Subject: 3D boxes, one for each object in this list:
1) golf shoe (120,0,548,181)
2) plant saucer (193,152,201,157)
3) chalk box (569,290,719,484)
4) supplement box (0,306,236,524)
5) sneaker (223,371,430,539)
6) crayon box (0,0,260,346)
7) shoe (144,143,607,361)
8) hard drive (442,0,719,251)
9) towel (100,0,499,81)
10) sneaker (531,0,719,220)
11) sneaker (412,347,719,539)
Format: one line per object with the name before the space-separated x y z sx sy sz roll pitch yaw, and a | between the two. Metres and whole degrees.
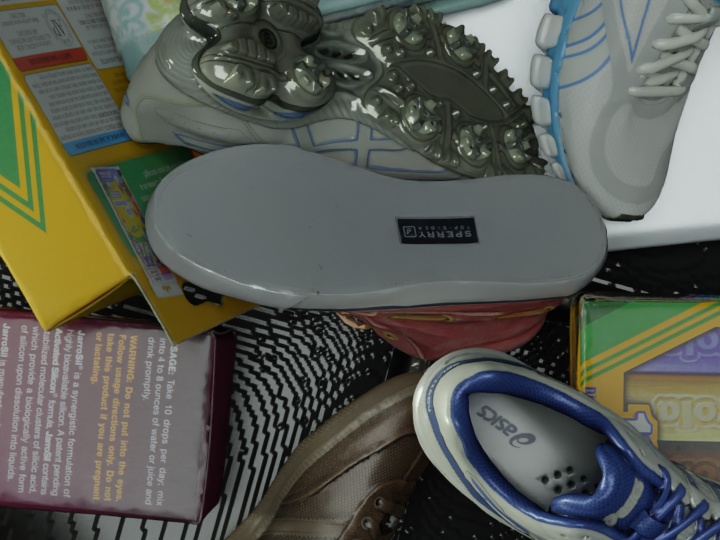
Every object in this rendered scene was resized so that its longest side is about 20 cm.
golf shoe | -0.013 -0.070 1.141 0.200 0.097 0.078 17 54 -34
plant saucer | -0.131 -0.117 1.205 0.200 0.032 0.201 0 89 2
chalk box | 0.192 0.074 1.145 0.200 0.125 0.124 2 89 3
supplement box | -0.160 0.059 1.161 0.200 0.110 0.086 5 89 2
sneaker | -0.018 0.134 1.169 0.200 0.070 0.076 -45 65 10
crayon box | -0.125 -0.053 1.121 0.052 0.126 0.200 -32 88 20
shoe | 0.000 0.000 1.124 0.200 0.091 0.072 2 64 -16
hard drive | 0.081 -0.072 1.201 0.200 0.025 0.132 -6 88 1
towel | -0.033 -0.184 1.172 0.200 0.048 0.171 -15 76 -12
sneaker | 0.130 -0.117 1.120 0.087 0.075 0.200 15 106 44
sneaker | 0.106 0.102 1.042 0.200 0.088 0.075 30 87 1
